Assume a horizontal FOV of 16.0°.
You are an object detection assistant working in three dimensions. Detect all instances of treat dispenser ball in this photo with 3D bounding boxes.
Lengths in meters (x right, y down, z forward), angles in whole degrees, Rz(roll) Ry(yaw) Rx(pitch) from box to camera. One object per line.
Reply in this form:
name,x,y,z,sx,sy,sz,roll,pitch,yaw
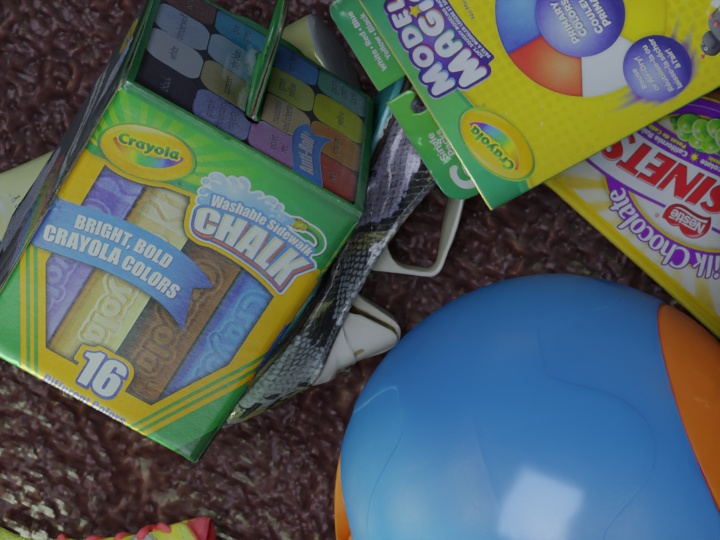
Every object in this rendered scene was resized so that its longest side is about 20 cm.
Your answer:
treat dispenser ball,0.087,0.103,1.129,0.199,0.201,0.203,0,89,13

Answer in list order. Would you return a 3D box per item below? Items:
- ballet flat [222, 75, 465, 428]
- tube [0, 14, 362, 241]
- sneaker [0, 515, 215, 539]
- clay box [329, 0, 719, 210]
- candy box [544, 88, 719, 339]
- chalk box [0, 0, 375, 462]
ballet flat,0.000,0.000,1.223,0.072,0.072,0.201,32,98,12
tube,-0.093,-0.054,1.254,0.199,0.052,0.058,-29,49,16
sneaker,-0.108,0.156,1.248,0.199,0.078,0.091,21,72,17
clay box,0.090,-0.111,1.099,0.199,0.048,0.115,-29,103,21
candy box,0.142,-0.056,1.171,0.200,0.026,0.102,40,102,-11
chalk box,-0.071,-0.041,1.164,0.123,0.125,0.200,30,118,-12
